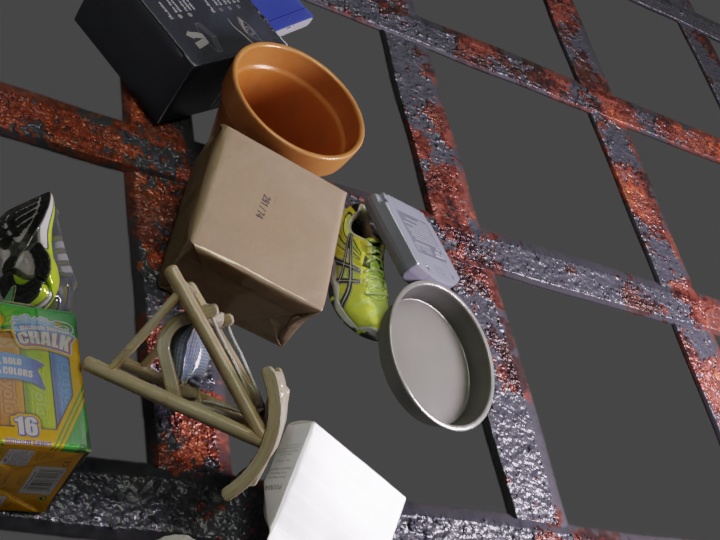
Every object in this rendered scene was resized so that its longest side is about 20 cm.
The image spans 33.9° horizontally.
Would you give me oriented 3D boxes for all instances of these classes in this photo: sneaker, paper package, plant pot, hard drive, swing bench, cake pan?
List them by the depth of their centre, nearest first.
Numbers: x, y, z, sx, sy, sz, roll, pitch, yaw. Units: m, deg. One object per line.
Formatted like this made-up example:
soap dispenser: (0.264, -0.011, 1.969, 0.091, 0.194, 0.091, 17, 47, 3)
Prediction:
swing bench: (-0.151, 0.115, 1.193, 0.200, 0.130, 0.199, 42, -5, 1)
sneaker: (-0.345, -0.008, 1.269, 0.201, 0.073, 0.081, -106, 172, -48)
paper package: (-0.127, -0.043, 1.437, 0.189, 0.103, 0.201, 27, 48, -19)
cake pan: (0.096, 0.113, 1.522, 0.199, 0.037, 0.202, 24, 54, -37)
sneaker: (0.000, 0.000, 1.551, 0.075, 0.076, 0.201, 5, 53, -40)
plant pot: (-0.113, -0.183, 1.571, 0.199, 0.140, 0.201, 23, 43, -23)
hard drive: (-0.179, -0.451, 1.857, 0.200, 0.025, 0.132, 47, 38, 5)

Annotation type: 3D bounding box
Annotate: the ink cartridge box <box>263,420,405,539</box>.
ink cartridge box: (-0.044, 0.286, 1.251, 0.162, 0.057, 0.201, 43, 55, -28)

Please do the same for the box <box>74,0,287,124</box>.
box: (-0.243, -0.325, 1.608, 0.197, 0.118, 0.199, 50, 38, 11)

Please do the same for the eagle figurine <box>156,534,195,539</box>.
eagle figurine: (-0.212, 0.333, 1.017, 0.199, 0.151, 0.152, -21, 90, -54)

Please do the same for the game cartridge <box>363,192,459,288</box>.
game cartridge: (0.075, -0.030, 1.612, 0.134, 0.040, 0.200, 60, 15, 17)

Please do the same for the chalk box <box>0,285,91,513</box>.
chalk box: (-0.342, 0.108, 1.112, 0.123, 0.125, 0.201, 10, 47, -34)
